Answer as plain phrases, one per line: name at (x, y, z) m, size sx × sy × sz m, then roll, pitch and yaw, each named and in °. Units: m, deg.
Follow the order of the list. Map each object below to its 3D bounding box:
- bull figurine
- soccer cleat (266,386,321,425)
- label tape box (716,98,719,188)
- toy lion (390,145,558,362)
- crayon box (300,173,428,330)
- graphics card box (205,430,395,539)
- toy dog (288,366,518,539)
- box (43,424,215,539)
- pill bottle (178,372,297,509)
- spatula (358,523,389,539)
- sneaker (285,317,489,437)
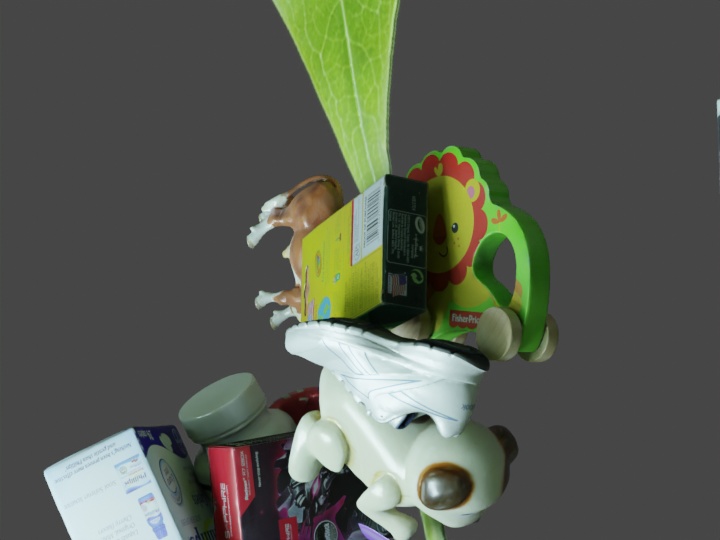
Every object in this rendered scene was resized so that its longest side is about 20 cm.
bull figurine at (-0.052, 0.003, 1.545) m, size 0.120 × 0.065 × 0.202 m, roll -10°, pitch 77°, yaw 21°
soccer cleat at (-0.088, 0.179, 1.639) m, size 0.067 × 0.077 × 0.200 m, roll 45°, pitch 123°, yaw -5°
label tape box at (0.331, -0.028, 1.039) m, size 0.144 × 0.063 × 0.202 m, roll 1°, pitch 95°, yaw 54°
toy lion at (0.100, -0.019, 1.363) m, size 0.199 × 0.068 × 0.194 m, roll 5°, pitch 91°, yaw 53°
crayon box at (0.000, 0.000, 1.418) m, size 0.200 × 0.050 × 0.128 m, roll 149°, pitch 127°, yaw -60°
graphics card box at (-0.056, 0.225, 1.481) m, size 0.051 × 0.199 × 0.127 m, roll -7°, pitch 88°, yaw 51°
toy dog at (0.055, 0.161, 1.387) m, size 0.199 × 0.139 × 0.195 m, roll 30°, pitch 123°, yaw 34°
box at (-0.209, 0.266, 1.471) m, size 0.201 × 0.104 × 0.184 m, roll 65°, pitch -177°, yaw 7°
pill bottle at (-0.106, 0.216, 1.549) m, size 0.119 × 0.119 × 0.201 m, roll -4°, pitch 117°, yaw 53°
spatula at (0.019, 0.304, 1.480) m, size 0.056 × 0.021 × 0.201 m, roll 29°, pitch 147°, yaw 16°
sneaker at (0.015, 0.092, 1.303) m, size 0.199 × 0.074 × 0.088 m, roll 14°, pitch 96°, yaw 29°
